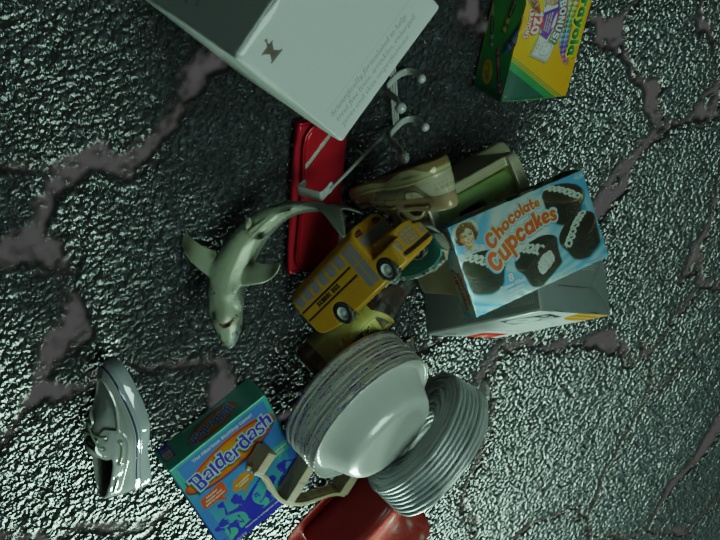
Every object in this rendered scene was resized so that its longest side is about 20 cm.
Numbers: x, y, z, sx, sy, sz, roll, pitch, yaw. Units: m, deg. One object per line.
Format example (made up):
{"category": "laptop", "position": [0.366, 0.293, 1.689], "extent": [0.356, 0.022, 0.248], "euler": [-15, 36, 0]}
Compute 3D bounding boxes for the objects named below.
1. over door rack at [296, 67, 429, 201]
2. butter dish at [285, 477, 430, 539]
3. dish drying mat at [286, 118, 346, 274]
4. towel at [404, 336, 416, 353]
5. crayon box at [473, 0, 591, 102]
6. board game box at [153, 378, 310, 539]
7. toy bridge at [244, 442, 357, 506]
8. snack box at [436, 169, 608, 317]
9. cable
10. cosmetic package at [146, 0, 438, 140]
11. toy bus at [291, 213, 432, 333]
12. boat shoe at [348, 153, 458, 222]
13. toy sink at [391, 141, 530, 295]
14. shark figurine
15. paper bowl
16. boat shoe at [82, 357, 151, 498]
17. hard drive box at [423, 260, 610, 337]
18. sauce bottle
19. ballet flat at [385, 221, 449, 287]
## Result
{"category": "over door rack", "position": [0.008, -0.180, 1.297], "extent": [0.200, 0.066, 0.148], "euler": [-37, 136, -33]}
{"category": "butter dish", "position": [0.026, 0.389, 1.663], "extent": [0.200, 0.148, 0.200], "euler": [-46, 139, -7]}
{"category": "dish drying mat", "position": [-0.051, -0.090, 1.363], "extent": [0.077, 0.018, 0.201], "euler": [-20, 129, -36]}
{"category": "towel", "position": [0.011, 0.192, 1.612], "extent": [0.199, 0.023, 0.144], "euler": [-35, 136, -18]}
{"category": "crayon box", "position": [0.221, -0.315, 1.420], "extent": [0.118, 0.058, 0.201], "euler": [-11, 124, -36]}
{"category": "board game box", "position": [-0.161, 0.255, 1.485], "extent": [0.152, 0.045, 0.201], "euler": [-38, 136, -15]}
{"category": "toy bridge", "position": [-0.085, 0.276, 1.514], "extent": [0.200, 0.027, 0.067], "euler": [26, 99, -49]}
{"category": "snack box", "position": [0.199, -0.035, 1.395], "extent": [0.199, 0.037, 0.117], "euler": [-24, 101, -19]}
{"category": "cable", "position": [0.092, 0.233, 1.554], "extent": [0.069, 0.200, 0.200], "euler": [40, 108, -14]}
{"category": "cosmetic package", "position": [-0.071, -0.261, 1.095], "extent": [0.165, 0.200, 0.165], "euler": [-53, 138, 3]}
{"category": "toy bus", "position": [0.000, 0.000, 1.351], "extent": [0.065, 0.078, 0.200], "euler": [-37, 174, -42]}
{"category": "boat shoe", "position": [0.047, -0.085, 1.330], "extent": [0.071, 0.200, 0.065], "euler": [-26, 97, -22]}
{"category": "toy sink", "position": [0.157, -0.072, 1.455], "extent": [0.199, 0.112, 0.131], "euler": [-28, 103, -24]}
{"category": "shark figurine", "position": [-0.111, -0.030, 1.309], "extent": [0.214, 0.128, 0.089], "euler": [-43, 174, 3]}
{"category": "paper bowl", "position": [0.009, 0.185, 1.474], "extent": [0.200, 0.104, 0.201], "euler": [-35, 152, -22]}
{"category": "boat shoe", "position": [-0.283, 0.191, 1.311], "extent": [0.067, 0.073, 0.201], "euler": [-27, 133, -29]}
{"category": "hard drive box", "position": [0.209, 0.037, 1.548], "extent": [0.155, 0.199, 0.077], "euler": [5, 76, -42]}
{"category": "sauce bottle", "position": [0.007, 0.058, 1.484], "extent": [0.200, 0.066, 0.066], "euler": [-44, 138, -7]}
{"category": "ballet flat", "position": [0.043, -0.020, 1.399], "extent": [0.071, 0.199, 0.072], "euler": [15, 67, -39]}
